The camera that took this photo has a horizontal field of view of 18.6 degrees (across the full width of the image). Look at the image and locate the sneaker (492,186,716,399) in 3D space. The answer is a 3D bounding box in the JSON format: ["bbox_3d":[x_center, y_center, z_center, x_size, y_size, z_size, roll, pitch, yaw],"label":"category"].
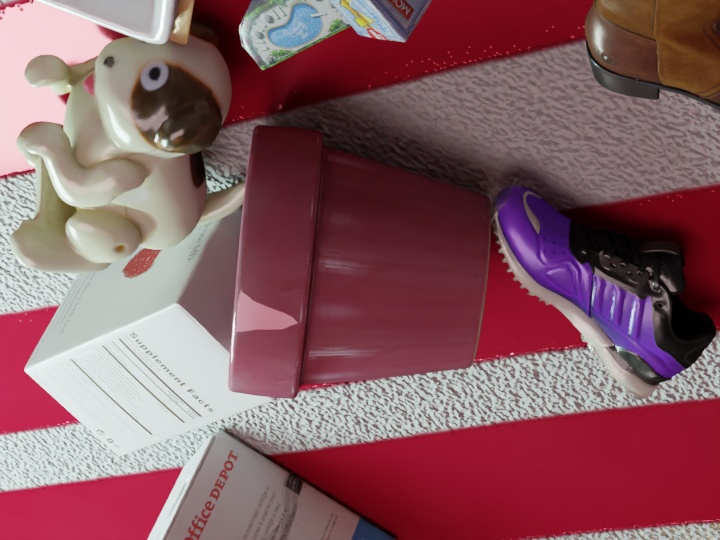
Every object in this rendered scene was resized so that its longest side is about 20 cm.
[{"bbox_3d":[0.185,-0.002,1.599,0.099,0.070,0.200,-32,114,32],"label":"sneaker"}]

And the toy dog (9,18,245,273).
[{"bbox_3d":[-0.161,-0.094,1.615,0.193,0.140,0.200,17,142,-12],"label":"toy dog"}]

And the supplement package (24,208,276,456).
[{"bbox_3d":[-0.151,0.049,1.775,0.200,0.122,0.120,-22,121,41],"label":"supplement package"}]

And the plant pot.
[{"bbox_3d":[0.000,0.000,1.607,0.178,0.201,0.200,6,140,-2],"label":"plant pot"}]

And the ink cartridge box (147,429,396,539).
[{"bbox_3d":[-0.087,0.260,1.956,0.200,0.145,0.084,33,140,-10],"label":"ink cartridge box"}]

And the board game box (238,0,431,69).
[{"bbox_3d":[0.003,-0.208,1.352,0.200,0.200,0.062,-22,123,41],"label":"board game box"}]

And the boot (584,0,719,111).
[{"bbox_3d":[0.226,-0.166,1.334,0.187,0.069,0.200,13,161,12],"label":"boot"}]

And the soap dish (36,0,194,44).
[{"bbox_3d":[-0.171,-0.260,1.477,0.157,0.081,0.200,21,141,5],"label":"soap dish"}]
